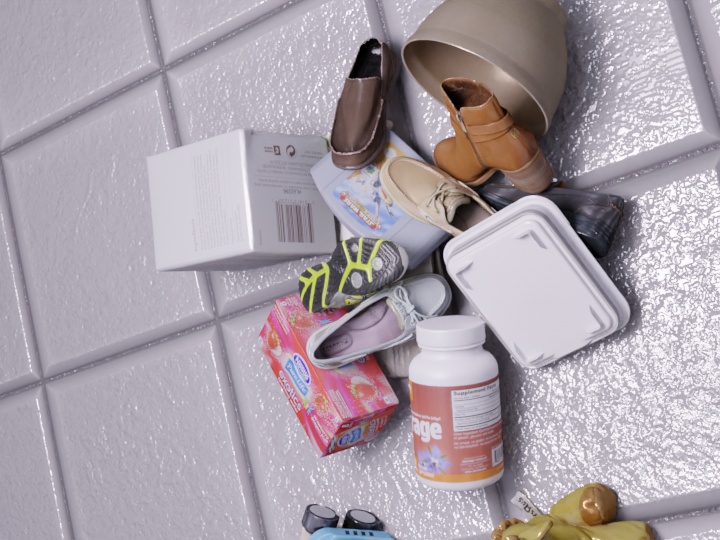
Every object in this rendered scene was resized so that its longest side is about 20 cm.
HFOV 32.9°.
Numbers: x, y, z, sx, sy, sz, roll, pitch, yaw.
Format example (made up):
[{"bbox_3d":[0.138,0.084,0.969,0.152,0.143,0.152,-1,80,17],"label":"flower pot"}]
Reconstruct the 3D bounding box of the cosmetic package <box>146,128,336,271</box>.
[{"bbox_3d":[-0.165,-0.091,1.678,0.200,0.167,0.167,-10,84,40],"label":"cosmetic package"}]

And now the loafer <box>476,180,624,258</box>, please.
[{"bbox_3d":[0.232,-0.076,1.490,0.200,0.073,0.072,22,70,38],"label":"loafer"}]

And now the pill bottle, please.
[{"bbox_3d":[0.117,0.162,1.513,0.112,0.112,0.201,1,101,34],"label":"pill bottle"}]

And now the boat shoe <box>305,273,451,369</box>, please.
[{"bbox_3d":[0.025,0.066,1.539,0.201,0.065,0.075,-24,91,-3],"label":"boat shoe"}]

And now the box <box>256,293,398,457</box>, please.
[{"bbox_3d":[-0.046,0.133,1.625,0.200,0.095,0.100,59,144,25],"label":"box"}]

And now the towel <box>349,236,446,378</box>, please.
[{"bbox_3d":[0.050,0.046,1.617,0.132,0.034,0.201,1,97,34],"label":"towel"}]

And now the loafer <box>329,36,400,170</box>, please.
[{"bbox_3d":[-0.003,-0.221,1.586,0.073,0.071,0.201,0,60,20],"label":"loafer"}]

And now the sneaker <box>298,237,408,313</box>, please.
[{"bbox_3d":[0.000,0.000,1.557,0.200,0.076,0.076,-20,81,51],"label":"sneaker"}]

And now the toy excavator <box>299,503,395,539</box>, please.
[{"bbox_3d":[0.024,0.401,1.592,0.200,0.194,0.100,37,112,58],"label":"toy excavator"}]

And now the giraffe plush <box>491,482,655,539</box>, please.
[{"bbox_3d":[0.222,0.335,1.428,0.200,0.162,0.173,25,104,31],"label":"giraffe plush"}]

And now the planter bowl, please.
[{"bbox_3d":[0.169,-0.268,1.466,0.200,0.200,0.135,25,77,32],"label":"planter bowl"}]

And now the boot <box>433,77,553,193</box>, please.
[{"bbox_3d":[0.133,-0.172,1.479,0.200,0.155,0.074,15,65,49],"label":"boot"}]

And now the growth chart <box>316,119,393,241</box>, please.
[{"bbox_3d":[0.015,-0.105,1.658,0.144,0.018,0.201,-14,83,33],"label":"growth chart"}]

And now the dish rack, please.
[{"bbox_3d":[0.204,0.025,1.453,0.171,0.044,0.200,-31,104,36],"label":"dish rack"}]

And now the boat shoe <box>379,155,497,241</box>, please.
[{"bbox_3d":[0.112,-0.081,1.504,0.200,0.065,0.072,38,79,8],"label":"boat shoe"}]

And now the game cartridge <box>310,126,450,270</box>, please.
[{"bbox_3d":[0.033,-0.099,1.582,0.133,0.042,0.200,-41,66,-11],"label":"game cartridge"}]
